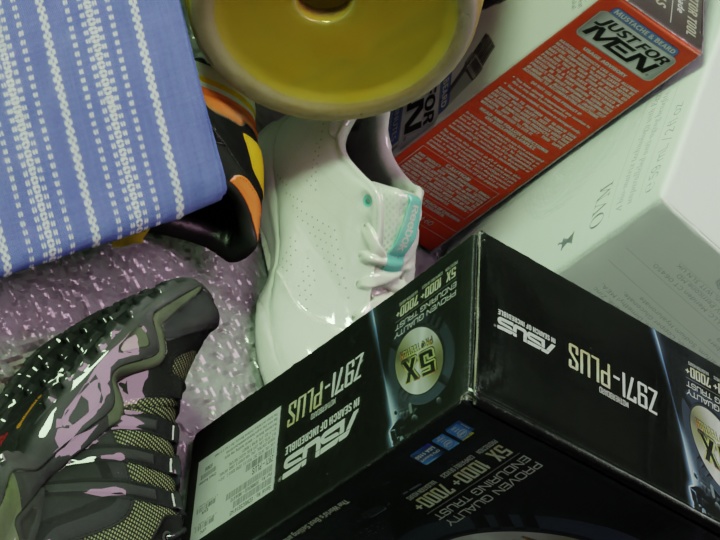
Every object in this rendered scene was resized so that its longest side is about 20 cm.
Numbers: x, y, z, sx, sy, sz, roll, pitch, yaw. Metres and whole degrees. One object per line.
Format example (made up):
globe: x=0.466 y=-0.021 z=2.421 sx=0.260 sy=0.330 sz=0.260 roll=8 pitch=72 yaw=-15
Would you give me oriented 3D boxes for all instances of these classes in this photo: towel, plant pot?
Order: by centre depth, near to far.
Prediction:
towel: x=-0.155 y=-0.071 z=1.164 sx=0.200 sy=0.024 sz=0.145 roll=-20 pitch=101 yaw=-30
plant pot: x=-0.013 y=-0.178 z=1.288 sx=0.201 sy=0.201 sz=0.189 roll=31 pitch=36 yaw=-25

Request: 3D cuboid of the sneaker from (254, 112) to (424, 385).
sneaker: x=0.000 y=0.000 z=1.287 sx=0.075 sy=0.088 sz=0.200 roll=12 pitch=56 yaw=-40

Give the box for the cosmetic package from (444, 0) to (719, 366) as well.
cosmetic package: x=0.141 y=-0.014 z=1.346 sx=0.123 sy=0.200 sz=0.199 roll=39 pitch=42 yaw=-13

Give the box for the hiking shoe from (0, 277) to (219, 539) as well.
hiking shoe: x=-0.107 y=0.088 z=1.147 sx=0.101 sy=0.076 sz=0.200 roll=51 pitch=49 yaw=-17

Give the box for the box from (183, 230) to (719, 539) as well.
box: x=0.046 y=0.095 z=1.179 sx=0.164 sy=0.200 sz=0.086 roll=29 pitch=45 yaw=-28

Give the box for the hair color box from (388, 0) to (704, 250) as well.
hair color box: x=0.080 y=-0.108 z=1.351 sx=0.064 sy=0.200 sz=0.111 roll=32 pitch=45 yaw=-25

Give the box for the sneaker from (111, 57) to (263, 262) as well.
sneaker: x=-0.120 y=-0.057 z=1.223 sx=0.200 sy=0.070 sz=0.090 roll=14 pitch=52 yaw=-40
